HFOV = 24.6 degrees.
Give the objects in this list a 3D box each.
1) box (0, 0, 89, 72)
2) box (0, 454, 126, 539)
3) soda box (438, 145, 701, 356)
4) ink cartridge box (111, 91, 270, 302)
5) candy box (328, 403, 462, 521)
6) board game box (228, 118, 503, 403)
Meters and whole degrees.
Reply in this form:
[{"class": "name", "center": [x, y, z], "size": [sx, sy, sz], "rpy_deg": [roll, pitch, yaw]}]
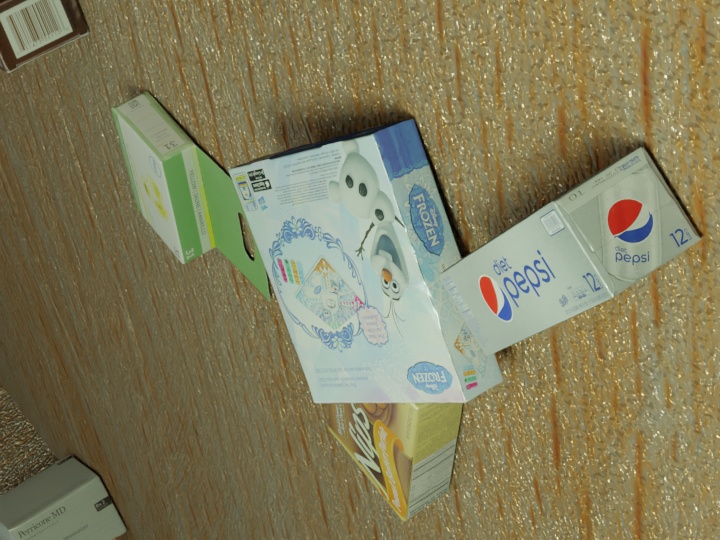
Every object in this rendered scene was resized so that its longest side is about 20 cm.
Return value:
[{"class": "box", "center": [-0.376, -0.276, 1.745], "size": [0.200, 0.100, 0.075], "rpy_deg": [31, 146, 54]}, {"class": "box", "center": [-0.582, 0.471, 3.140], "size": [0.200, 0.199, 0.131], "rpy_deg": [14, 132, 64]}, {"class": "soda box", "center": [0.117, -0.007, 0.978], "size": [0.063, 0.068, 0.200], "rpy_deg": [58, 161, 2]}, {"class": "ink cartridge box", "center": [-0.166, -0.064, 1.615], "size": [0.200, 0.048, 0.146], "rpy_deg": [47, 156, 37]}, {"class": "candy box", "center": [0.027, 0.112, 1.381], "size": [0.115, 0.055, 0.200], "rpy_deg": [49, 158, 26]}, {"class": "board game box", "center": [0.000, 0.000, 1.221], "size": [0.200, 0.043, 0.199], "rpy_deg": [-6, 105, 56]}]
